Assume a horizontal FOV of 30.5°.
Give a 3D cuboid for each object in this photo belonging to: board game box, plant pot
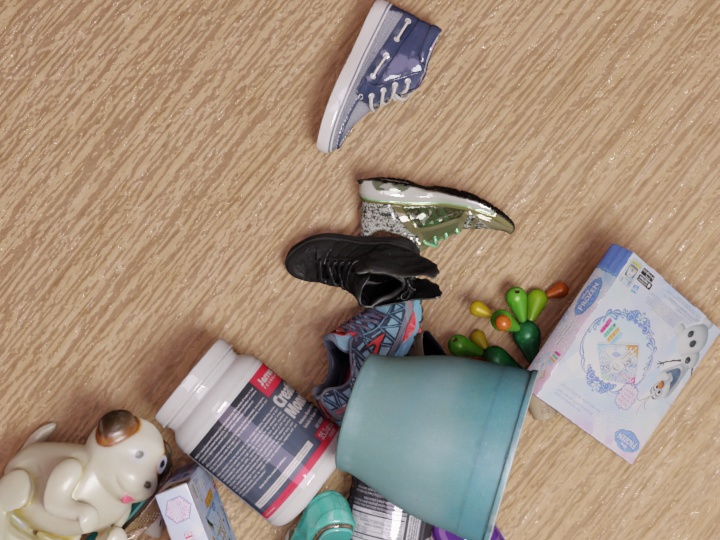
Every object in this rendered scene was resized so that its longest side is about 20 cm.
[{"bbox_3d":[-0.171,0.328,1.522,0.041,0.200,0.200,-21,90,-1],"label":"board game box"},{"bbox_3d":[0.078,0.178,1.445,0.187,0.200,0.201,17,89,9],"label":"plant pot"},{"bbox_3d":[0.311,0.102,1.569,0.200,0.043,0.199,36,87,-35],"label":"board game box"}]

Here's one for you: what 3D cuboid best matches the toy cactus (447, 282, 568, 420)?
[{"bbox_3d":[0.213,0.099,1.598,0.199,0.102,0.166,-16,100,-11],"label":"toy cactus"}]

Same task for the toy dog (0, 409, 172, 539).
[{"bbox_3d":[-0.313,0.245,1.536,0.199,0.194,0.140,-27,125,15],"label":"toy dog"}]

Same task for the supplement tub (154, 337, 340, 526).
[{"bbox_3d":[-0.127,0.189,1.553,0.200,0.140,0.141,40,88,-2],"label":"supplement tub"}]

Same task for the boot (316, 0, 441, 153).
[{"bbox_3d":[0.022,-0.222,1.594,0.090,0.073,0.201,24,88,4],"label":"boot"}]

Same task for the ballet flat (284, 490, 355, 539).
[{"bbox_3d":[-0.057,0.324,1.568,0.067,0.200,0.071,8,48,-22],"label":"ballet flat"}]

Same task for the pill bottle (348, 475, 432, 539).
[{"bbox_3d":[0.033,0.303,1.576,0.106,0.106,0.201,10,90,-2],"label":"pill bottle"}]

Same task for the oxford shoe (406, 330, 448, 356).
[{"bbox_3d":[0.112,0.160,1.566,0.200,0.070,0.075,49,128,13],"label":"oxford shoe"}]

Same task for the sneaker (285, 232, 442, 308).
[{"bbox_3d":[0.000,0.003,1.557,0.199,0.104,0.060,-2,118,11],"label":"sneaker"}]

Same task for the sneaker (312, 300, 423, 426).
[{"bbox_3d":[0.006,0.086,1.560,0.095,0.079,0.201,32,66,-26],"label":"sneaker"}]

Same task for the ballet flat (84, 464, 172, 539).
[{"bbox_3d":[-0.280,0.315,1.594,0.065,0.071,0.200,41,91,-27],"label":"ballet flat"}]

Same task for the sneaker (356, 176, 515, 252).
[{"bbox_3d":[0.087,-0.057,1.605,0.199,0.077,0.089,12,101,4],"label":"sneaker"}]

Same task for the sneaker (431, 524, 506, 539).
[{"bbox_3d":[0.161,0.361,1.591,0.081,0.083,0.200,-41,90,-2],"label":"sneaker"}]
